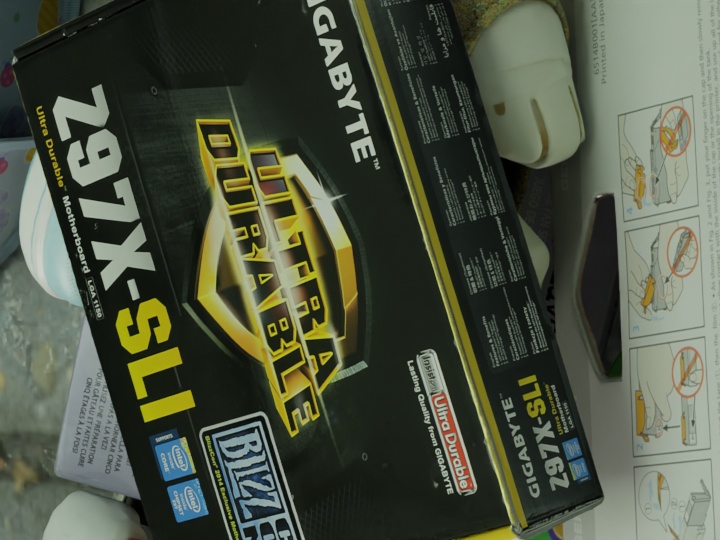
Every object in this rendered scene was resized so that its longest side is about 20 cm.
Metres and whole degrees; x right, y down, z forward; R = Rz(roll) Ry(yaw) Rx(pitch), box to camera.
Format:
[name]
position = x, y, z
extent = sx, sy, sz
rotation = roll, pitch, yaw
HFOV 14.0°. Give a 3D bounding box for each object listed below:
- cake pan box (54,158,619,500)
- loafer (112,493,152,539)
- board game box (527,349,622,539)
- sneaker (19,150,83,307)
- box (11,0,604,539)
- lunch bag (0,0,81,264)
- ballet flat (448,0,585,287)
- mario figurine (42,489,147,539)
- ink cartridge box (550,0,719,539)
[cake pan box]
position = 0.000, 0.000, 1.031
extent = 0.183, 0.052, 0.201
rotation = 16, 107, 4
[loafer]
position = -0.074, 0.112, 1.110
extent = 0.070, 0.070, 0.201
rotation = 6, 71, 30
[board game box]
position = 0.126, 0.044, 0.945
extent = 0.095, 0.030, 0.201
rotation = 34, 92, 36
[sneaker]
position = -0.051, -0.028, 1.119
extent = 0.131, 0.079, 0.200
rotation = 54, 128, 26
[box]
position = -0.022, -0.001, 0.935
extent = 0.159, 0.049, 0.201
rotation = -18, 87, 45
[lunch bag]
position = -0.204, -0.077, 1.197
extent = 0.127, 0.169, 0.201
rotation = 18, 103, 38
[ballet flat]
position = 0.038, -0.031, 0.952
extent = 0.071, 0.070, 0.201
rotation = 31, 116, 37
[mario figurine]
position = -0.063, 0.152, 1.052
extent = 0.106, 0.198, 0.124
rotation = -103, 12, -55
[ink cartridge box]
position = 0.124, -0.002, 0.895
extent = 0.176, 0.044, 0.202
rotation = -13, 77, 60
